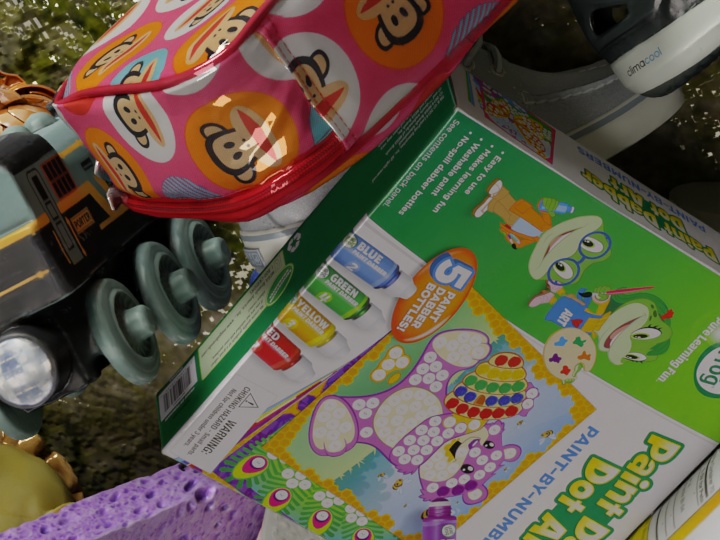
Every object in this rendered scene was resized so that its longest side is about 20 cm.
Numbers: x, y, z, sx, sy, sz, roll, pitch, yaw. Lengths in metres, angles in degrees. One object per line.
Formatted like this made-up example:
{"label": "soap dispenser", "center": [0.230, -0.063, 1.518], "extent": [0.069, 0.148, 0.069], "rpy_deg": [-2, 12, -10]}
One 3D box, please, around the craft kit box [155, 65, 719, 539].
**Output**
{"label": "craft kit box", "center": [0.051, 0.040, 1.107], "extent": [0.197, 0.049, 0.200], "rpy_deg": [28, 117, -26]}

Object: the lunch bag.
{"label": "lunch bag", "center": [-0.027, -0.105, 1.067], "extent": [0.082, 0.200, 0.176], "rpy_deg": [55, 156, -20]}

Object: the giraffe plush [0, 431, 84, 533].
{"label": "giraffe plush", "center": [-0.215, 0.120, 1.323], "extent": [0.162, 0.173, 0.200], "rpy_deg": [35, 97, -19]}

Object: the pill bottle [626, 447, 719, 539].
{"label": "pill bottle", "center": [0.170, 0.132, 1.128], "extent": [0.109, 0.109, 0.200], "rpy_deg": [36, 122, -8]}

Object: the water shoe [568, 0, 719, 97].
{"label": "water shoe", "center": [0.159, -0.153, 1.061], "extent": [0.200, 0.071, 0.079], "rpy_deg": [-42, 86, 25]}

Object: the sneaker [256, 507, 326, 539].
{"label": "sneaker", "center": [0.000, 0.101, 1.251], "extent": [0.075, 0.105, 0.201], "rpy_deg": [29, 131, 0]}

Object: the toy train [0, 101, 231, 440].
{"label": "toy train", "center": [-0.121, -0.009, 1.117], "extent": [0.085, 0.200, 0.114], "rpy_deg": [-24, 99, 19]}

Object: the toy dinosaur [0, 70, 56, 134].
{"label": "toy dinosaur", "center": [-0.163, -0.042, 1.237], "extent": [0.200, 0.102, 0.136], "rpy_deg": [42, 102, 5]}

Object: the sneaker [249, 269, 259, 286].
{"label": "sneaker", "center": [0.000, 0.000, 1.203], "extent": [0.088, 0.075, 0.200], "rpy_deg": [-31, 99, 17]}

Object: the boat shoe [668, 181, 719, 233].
{"label": "boat shoe", "center": [0.224, 0.009, 1.142], "extent": [0.199, 0.071, 0.063], "rpy_deg": [9, 109, 19]}

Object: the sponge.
{"label": "sponge", "center": [-0.122, 0.155, 1.284], "extent": [0.030, 0.199, 0.112], "rpy_deg": [39, 133, 34]}

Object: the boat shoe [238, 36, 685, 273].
{"label": "boat shoe", "center": [0.038, -0.062, 1.122], "extent": [0.200, 0.070, 0.072], "rpy_deg": [-21, 102, -9]}
